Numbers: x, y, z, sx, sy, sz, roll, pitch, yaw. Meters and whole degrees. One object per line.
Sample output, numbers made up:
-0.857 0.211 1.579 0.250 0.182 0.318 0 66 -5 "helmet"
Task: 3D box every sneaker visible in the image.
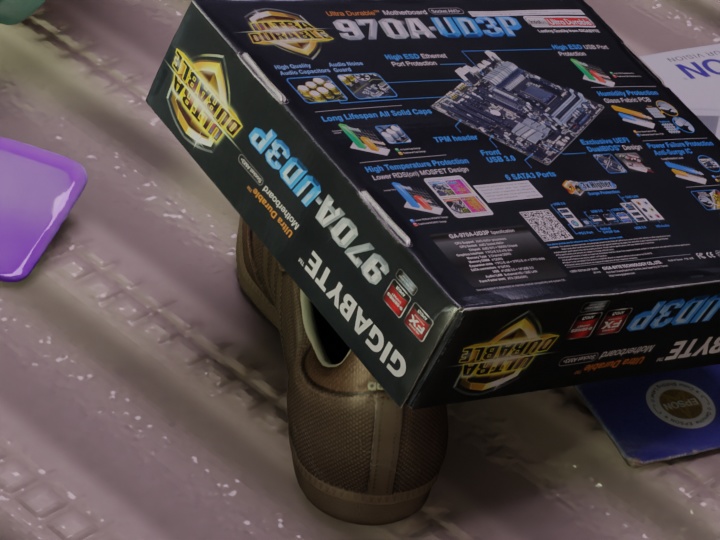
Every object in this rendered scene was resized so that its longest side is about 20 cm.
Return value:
0.000 0.000 0.938 0.070 0.076 0.201 0 37 -13 "sneaker"

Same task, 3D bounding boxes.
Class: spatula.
-0.159 0.012 0.929 0.056 0.021 0.200 19 37 9 "spatula"

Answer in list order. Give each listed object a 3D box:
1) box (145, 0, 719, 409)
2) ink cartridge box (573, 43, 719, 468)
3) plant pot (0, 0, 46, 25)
0.049 -0.030 0.907 0.199 0.046 0.159 -6 45 -44 "box"
0.138 -0.017 1.028 0.198 0.041 0.200 -11 41 -27 "ink cartridge box"
-0.173 -0.181 1.074 0.134 0.201 0.201 28 29 -23 "plant pot"
